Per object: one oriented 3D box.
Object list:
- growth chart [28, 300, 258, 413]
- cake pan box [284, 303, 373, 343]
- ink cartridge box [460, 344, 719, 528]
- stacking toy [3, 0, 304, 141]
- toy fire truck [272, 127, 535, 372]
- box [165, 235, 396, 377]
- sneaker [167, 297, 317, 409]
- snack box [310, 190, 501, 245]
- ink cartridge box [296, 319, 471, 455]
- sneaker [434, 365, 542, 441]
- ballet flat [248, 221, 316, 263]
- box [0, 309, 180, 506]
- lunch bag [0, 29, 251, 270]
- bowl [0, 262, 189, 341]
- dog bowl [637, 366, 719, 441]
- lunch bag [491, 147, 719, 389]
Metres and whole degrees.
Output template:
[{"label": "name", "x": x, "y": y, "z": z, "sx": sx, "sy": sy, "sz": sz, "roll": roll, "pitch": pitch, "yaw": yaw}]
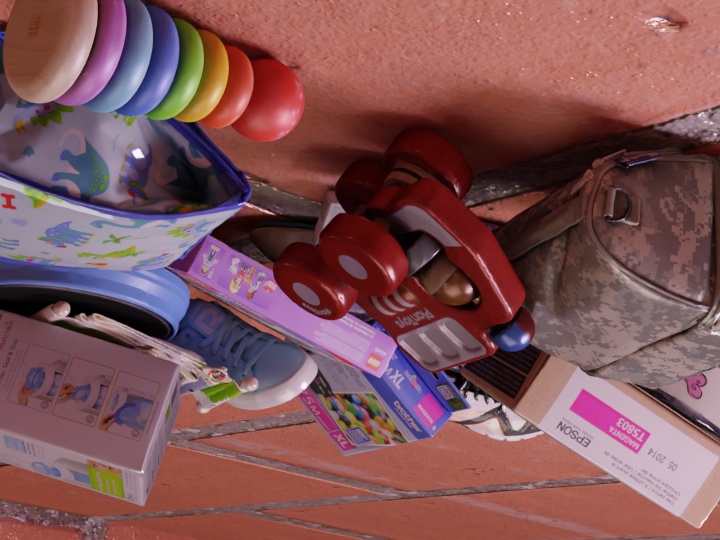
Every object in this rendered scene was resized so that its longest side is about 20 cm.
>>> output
[{"label": "growth chart", "x": -0.200, "y": 0.077, "z": 1.378, "sx": 0.200, "sy": 0.018, "sz": 0.145, "roll": 23, "pitch": 156, "yaw": -14}, {"label": "cake pan box", "x": 0.039, "y": 0.055, "z": 1.556, "sx": 0.200, "sy": 0.052, "sz": 0.184, "roll": 11, "pitch": 160, "yaw": -18}, {"label": "ink cartridge box", "x": 0.200, "y": 0.123, "z": 1.345, "sx": 0.200, "sy": 0.075, "sz": 0.165, "roll": 34, "pitch": 180, "yaw": -13}, {"label": "stacking toy", "x": -0.115, "y": -0.125, "z": 0.983, "sx": 0.200, "sy": 0.085, "sz": 0.085, "roll": 13, "pitch": 163, "yaw": -40}, {"label": "toy fire truck", "x": 0.046, "y": 0.001, "z": 1.157, "sx": 0.168, "sy": 0.112, "sz": 0.200, "roll": 42, "pitch": 154, "yaw": -12}, {"label": "box", "x": -0.080, "y": 0.025, "z": 1.371, "sx": 0.200, "sy": 0.039, "sz": 0.137, "roll": 30, "pitch": 173, "yaw": -24}, {"label": "sneaker", "x": -0.126, "y": 0.068, "z": 1.425, "sx": 0.200, "sy": 0.074, "sz": 0.082, "roll": 10, "pitch": 145, "yaw": 44}, {"label": "snack box", "x": 0.058, "y": -0.012, "z": 1.302, "sx": 0.200, "sy": 0.072, "sz": 0.024, "roll": 11, "pitch": -153, "yaw": -16}, {"label": "ink cartridge box", "x": 0.008, "y": 0.112, "z": 1.501, "sx": 0.119, "sy": 0.042, "sz": 0.200, "roll": 52, "pitch": 146, "yaw": -10}, {"label": "sneaker", "x": 0.108, "y": 0.121, "z": 1.543, "sx": 0.200, "sy": 0.074, "sz": 0.080, "roll": 3, "pitch": 161, "yaw": 4}, {"label": "ballet flat", "x": 0.000, "y": 0.000, "z": 1.361, "sx": 0.200, "sy": 0.070, "sz": 0.069, "roll": 6, "pitch": 163, "yaw": 2}, {"label": "box", "x": -0.264, "y": 0.113, "z": 1.353, "sx": 0.200, "sy": 0.101, "sz": 0.113, "roll": 17, "pitch": 156, "yaw": 1}, {"label": "lunch bag", "x": -0.194, "y": -0.066, "z": 1.107, "sx": 0.200, "sy": 0.128, "sz": 0.170, "roll": 23, "pitch": 158, "yaw": -19}, {"label": "bowl", "x": -0.250, "y": 0.024, "z": 1.372, "sx": 0.201, "sy": 0.039, "sz": 0.201, "roll": 6, "pitch": 162, "yaw": 2}, {"label": "dog bowl", "x": 0.256, "y": 0.072, "z": 1.380, "sx": 0.200, "sy": 0.074, "sz": 0.200, "roll": 32, "pitch": 179, "yaw": 1}, {"label": "lunch bag", "x": 0.193, "y": -0.007, "z": 1.146, "sx": 0.168, "sy": 0.139, "sz": 0.200, "roll": 12, "pitch": 161, "yaw": -20}]
